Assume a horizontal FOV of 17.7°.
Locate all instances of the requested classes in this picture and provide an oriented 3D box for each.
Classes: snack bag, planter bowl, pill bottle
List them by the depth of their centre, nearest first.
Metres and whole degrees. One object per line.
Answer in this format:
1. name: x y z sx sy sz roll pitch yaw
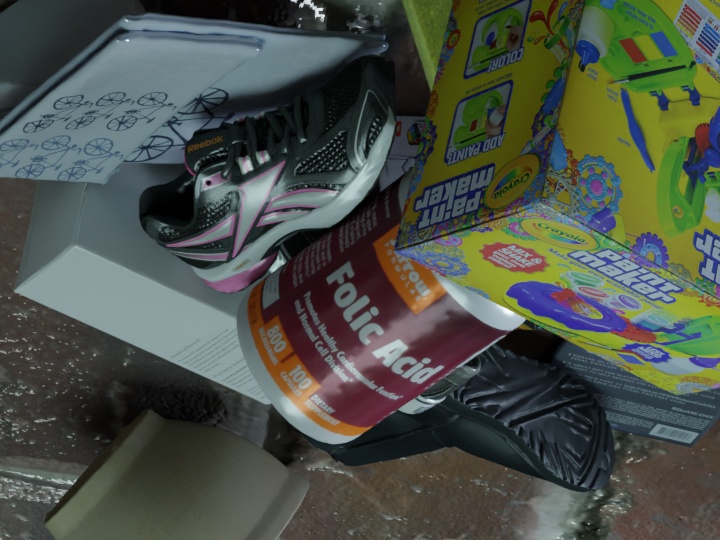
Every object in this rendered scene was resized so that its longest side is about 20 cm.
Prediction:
1. snack bag: -0.110 -0.097 1.368 0.199 0.022 0.188 -1 157 -42
2. pill bottle: 0.032 0.008 1.379 0.200 0.115 0.114 -36 130 26
3. planter bowl: -0.154 0.191 1.764 0.135 0.200 0.200 43 139 -5

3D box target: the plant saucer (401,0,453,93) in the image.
1. plant saucer: 0.126 -0.158 1.287 0.199 0.048 0.200 -3 145 14

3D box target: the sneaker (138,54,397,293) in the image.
1. sneaker: -0.059 -0.061 1.380 0.086 0.081 0.200 26 127 -30

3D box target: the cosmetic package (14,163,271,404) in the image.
1. cosmetic package: -0.113 -0.006 1.508 0.199 0.108 0.085 26 143 -25

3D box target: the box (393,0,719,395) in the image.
1. box: 0.147 -0.067 1.181 0.199 0.193 0.122 27 155 -29

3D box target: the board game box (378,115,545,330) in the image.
1. board game box: 0.080 -0.028 1.505 0.126 0.035 0.200 2 147 8

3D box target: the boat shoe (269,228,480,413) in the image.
1. boat shoe: 0.000 0.000 1.490 0.064 0.071 0.200 -35 101 34

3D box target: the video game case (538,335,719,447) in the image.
1. video game case: 0.210 0.060 1.633 0.142 0.019 0.200 14 145 -11

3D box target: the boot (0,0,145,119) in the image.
1. boot: -0.185 -0.113 1.404 0.199 0.074 0.095 -13 153 34

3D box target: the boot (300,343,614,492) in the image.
1. boot: 0.062 0.108 1.663 0.200 0.077 0.168 30 150 -33
